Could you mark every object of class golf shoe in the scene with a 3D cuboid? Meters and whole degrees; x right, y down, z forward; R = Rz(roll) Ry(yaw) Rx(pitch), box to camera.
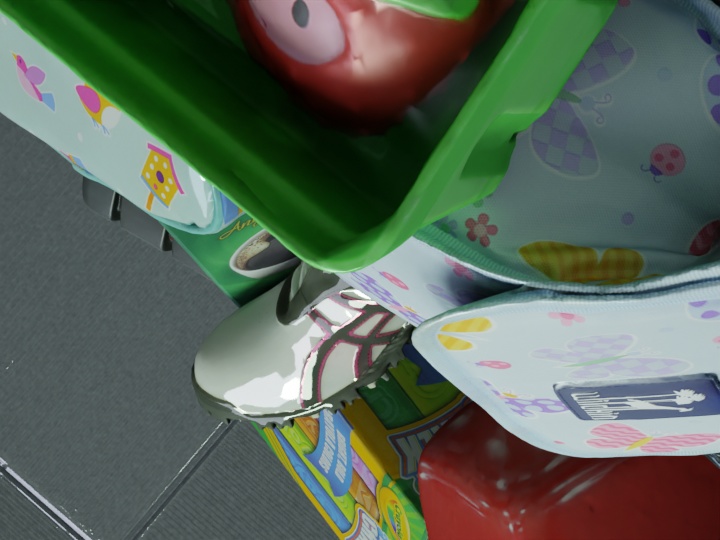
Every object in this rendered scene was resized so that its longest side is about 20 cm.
[{"bbox_3d":[0.000,0.000,1.226,0.088,0.200,0.077,47,-148,-33],"label":"golf shoe"}]

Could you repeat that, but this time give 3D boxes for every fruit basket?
[{"bbox_3d":[-0.036,-0.114,0.679,0.215,0.156,0.216,32,-169,-7],"label":"fruit basket"}]

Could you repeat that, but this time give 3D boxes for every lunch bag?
[{"bbox_3d":[0.055,-0.022,0.831,0.200,0.127,0.170,31,174,22],"label":"lunch bag"},{"bbox_3d":[-0.089,-0.116,1.102,0.200,0.077,0.161,33,139,41],"label":"lunch bag"}]

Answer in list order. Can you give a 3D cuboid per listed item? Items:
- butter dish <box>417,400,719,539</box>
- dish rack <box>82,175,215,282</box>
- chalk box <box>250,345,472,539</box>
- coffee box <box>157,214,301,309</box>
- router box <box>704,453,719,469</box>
[{"bbox_3d":[0.105,0.082,1.240,0.148,0.199,0.200,66,168,-15],"label":"butter dish"},{"bbox_3d":[-0.038,-0.036,1.519,0.153,0.055,0.200,31,-157,31],"label":"dish rack"},{"bbox_3d":[0.045,0.080,1.407,0.200,0.125,0.124,50,159,19],"label":"chalk box"},{"bbox_3d":[-0.019,-0.038,1.253,0.044,0.123,0.200,64,-175,21],"label":"coffee box"},{"bbox_3d":[0.127,0.023,1.072,0.200,0.052,0.157,41,174,-5],"label":"router box"}]
